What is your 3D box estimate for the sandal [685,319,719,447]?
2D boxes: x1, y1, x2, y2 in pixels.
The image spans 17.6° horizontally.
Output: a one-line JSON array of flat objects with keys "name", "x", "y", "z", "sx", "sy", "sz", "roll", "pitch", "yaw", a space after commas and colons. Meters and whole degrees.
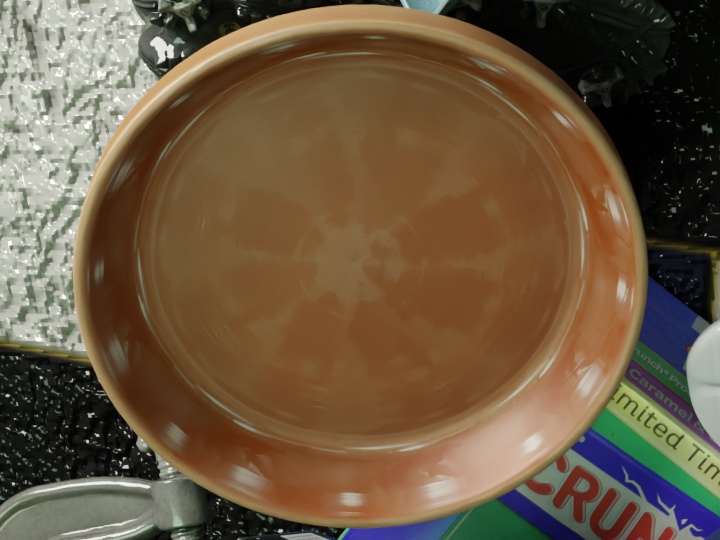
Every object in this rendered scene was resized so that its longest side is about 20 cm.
[{"name": "sandal", "x": 0.219, "y": 0.026, "z": 0.833, "sx": 0.205, "sy": 0.059, "sz": 0.080, "roll": -6, "pitch": 123, "yaw": 5}]

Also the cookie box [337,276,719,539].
[{"name": "cookie box", "x": 0.093, "y": 0.115, "z": 0.922, "sx": 0.171, "sy": 0.075, "sz": 0.200, "roll": 38, "pitch": 124, "yaw": 4}]

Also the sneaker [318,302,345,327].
[{"name": "sneaker", "x": -0.036, "y": -0.035, "z": 0.889, "sx": 0.070, "sy": 0.109, "sz": 0.201, "roll": -22, "pitch": 104, "yaw": 32}]

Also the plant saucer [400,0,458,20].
[{"name": "plant saucer", "x": 0.000, "y": -0.182, "z": 0.797, "sx": 0.070, "sy": 0.019, "sz": 0.201, "roll": -49, "pitch": 59, "yaw": 45}]

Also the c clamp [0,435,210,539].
[{"name": "c clamp", "x": -0.085, "y": 0.159, "z": 0.954, "sx": 0.170, "sy": 0.027, "sz": 0.202, "roll": -6, "pitch": 89, "yaw": 18}]

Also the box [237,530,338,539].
[{"name": "box", "x": 0.017, "y": 0.181, "z": 0.846, "sx": 0.200, "sy": 0.037, "sz": 0.138, "roll": 9, "pitch": 98, "yaw": 57}]

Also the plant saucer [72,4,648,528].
[{"name": "plant saucer", "x": 0.000, "y": 0.000, "z": 0.812, "sx": 0.199, "sy": 0.032, "sz": 0.202, "roll": 0, "pitch": 118, "yaw": -1}]

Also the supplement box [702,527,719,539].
[{"name": "supplement box", "x": 0.192, "y": 0.178, "z": 0.798, "sx": 0.109, "sy": 0.110, "sz": 0.200, "roll": -39, "pitch": 105, "yaw": 15}]

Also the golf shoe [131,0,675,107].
[{"name": "golf shoe", "x": 0.016, "y": -0.110, "z": 0.850, "sx": 0.198, "sy": 0.095, "sz": 0.078, "roll": 6, "pitch": 135, "yaw": -6}]
